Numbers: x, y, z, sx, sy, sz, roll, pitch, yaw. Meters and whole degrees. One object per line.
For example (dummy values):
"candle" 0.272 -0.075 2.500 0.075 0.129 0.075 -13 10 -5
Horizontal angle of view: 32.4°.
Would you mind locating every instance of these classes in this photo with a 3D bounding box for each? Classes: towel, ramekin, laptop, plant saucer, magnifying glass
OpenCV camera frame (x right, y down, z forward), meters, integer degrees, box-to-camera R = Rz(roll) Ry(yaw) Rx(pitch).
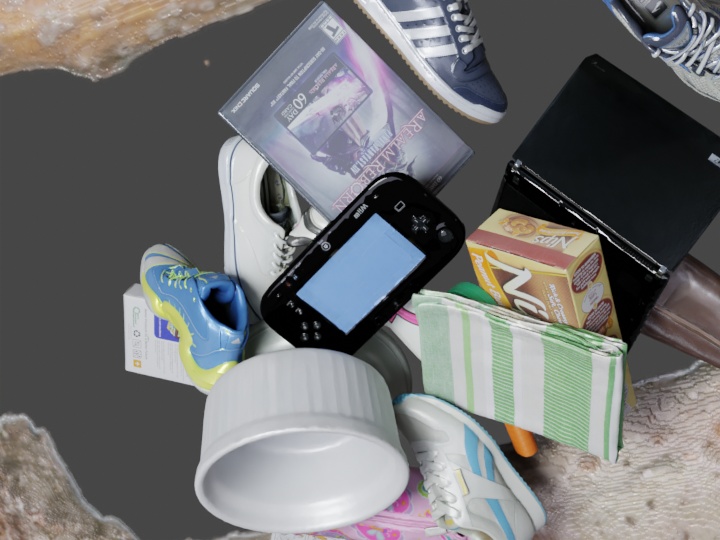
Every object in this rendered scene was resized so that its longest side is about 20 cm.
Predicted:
"towel" 0.143 0.095 1.121 0.198 0.023 0.154 15 137 25
"ramekin" -0.057 0.159 1.166 0.198 0.098 0.201 -4 142 -3
"laptop" 0.222 -0.055 1.117 0.177 0.103 0.201 39 147 19
"plant saucer" -0.045 0.130 1.262 0.198 0.050 0.202 0 126 0
"magnifying glass" 0.131 0.096 1.182 0.079 0.022 0.201 20 138 52

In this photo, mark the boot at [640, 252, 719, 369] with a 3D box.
"boot" 0.326 0.089 1.152 0.199 0.064 0.188 27 120 9

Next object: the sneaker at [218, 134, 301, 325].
"sneaker" -0.092 -0.032 1.215 0.070 0.073 0.202 11 119 43

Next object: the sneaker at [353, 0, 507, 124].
"sneaker" 0.079 -0.228 1.079 0.200 0.070 0.108 46 121 -3

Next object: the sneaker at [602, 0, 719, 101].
"sneaker" 0.266 -0.194 1.023 0.199 0.085 0.077 37 120 -2

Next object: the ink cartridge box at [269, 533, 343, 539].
"ink cartridge box" -0.009 0.334 1.381 0.198 0.045 0.178 19 119 9

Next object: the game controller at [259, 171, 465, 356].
"game controller" 0.000 0.000 1.124 0.104 0.042 0.200 35 113 -25

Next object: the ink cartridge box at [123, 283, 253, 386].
"ink cartridge box" -0.157 0.079 1.318 0.198 0.037 0.096 12 118 15

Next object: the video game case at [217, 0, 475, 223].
"video game case" -0.012 -0.127 1.147 0.200 0.019 0.143 44 89 -4

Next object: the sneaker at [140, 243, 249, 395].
"sneaker" -0.155 0.023 1.224 0.201 0.075 0.106 55 137 33

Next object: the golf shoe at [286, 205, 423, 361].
"golf shoe" 0.011 0.019 1.200 0.092 0.073 0.201 -37 95 -4

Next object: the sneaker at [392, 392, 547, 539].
"sneaker" 0.096 0.203 1.204 0.200 0.081 0.076 48 153 -8

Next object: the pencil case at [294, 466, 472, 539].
"pencil case" 0.027 0.245 1.286 0.198 0.088 0.088 8 117 1

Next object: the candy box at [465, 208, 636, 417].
"candy box" 0.176 0.049 1.130 0.115 0.055 0.201 19 139 43
